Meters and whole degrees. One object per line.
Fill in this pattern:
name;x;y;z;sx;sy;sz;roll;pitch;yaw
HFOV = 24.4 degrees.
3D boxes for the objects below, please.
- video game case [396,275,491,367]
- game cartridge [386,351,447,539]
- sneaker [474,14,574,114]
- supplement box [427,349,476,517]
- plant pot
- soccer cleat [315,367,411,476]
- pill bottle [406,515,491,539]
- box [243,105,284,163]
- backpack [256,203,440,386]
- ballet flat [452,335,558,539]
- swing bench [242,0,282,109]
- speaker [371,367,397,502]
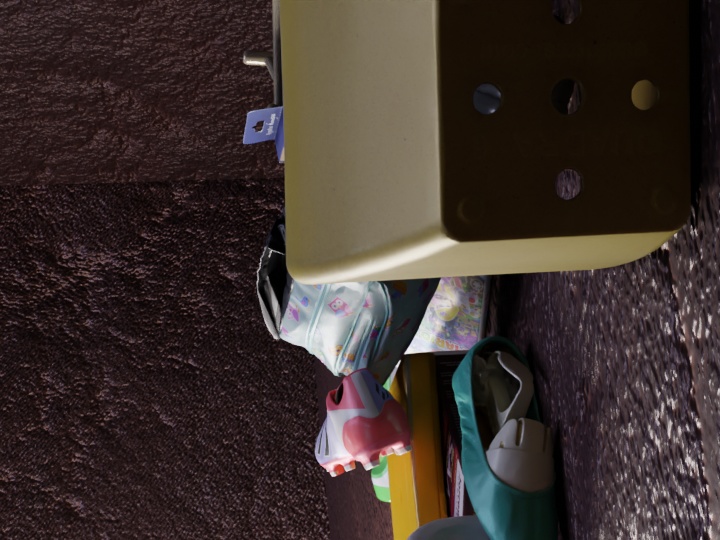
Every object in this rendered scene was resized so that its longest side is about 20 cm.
video game case;0.046;0.013;1.472;0.018;0.142;0.201;-51;-26;-41
game cartridge;0.049;0.188;1.403;0.176;0.032;0.202;104;161;-72
sneaker;0.078;-0.153;1.130;0.199;0.076;0.092;28;106;43
supplement box;0.094;0.157;1.363;0.200;0.060;0.110;-106;15;-65
plant pot;0.075;-0.091;0.884;0.176;0.198;0.202;-167;75;-72
soccer cleat;-0.004;0.123;1.371;0.200;0.066;0.077;145;104;-78
pill bottle;0.086;0.292;1.227;0.112;0.111;0.202;-113;21;-75
box;-0.016;-0.146;1.659;0.121;0.198;0.033;120;139;-77
backpack;0.000;0.000;1.353;0.167;0.126;0.201;-41;-21;-39
ballet flat;0.107;0.119;1.215;0.201;0.067;0.071;-102;25;-51
swing bench;-0.011;-0.277;1.659;0.130;0.198;0.200;-116;22;-52
speaker;0.049;0.131;1.702;0.088;0.087;0.202;-160;68;-84
